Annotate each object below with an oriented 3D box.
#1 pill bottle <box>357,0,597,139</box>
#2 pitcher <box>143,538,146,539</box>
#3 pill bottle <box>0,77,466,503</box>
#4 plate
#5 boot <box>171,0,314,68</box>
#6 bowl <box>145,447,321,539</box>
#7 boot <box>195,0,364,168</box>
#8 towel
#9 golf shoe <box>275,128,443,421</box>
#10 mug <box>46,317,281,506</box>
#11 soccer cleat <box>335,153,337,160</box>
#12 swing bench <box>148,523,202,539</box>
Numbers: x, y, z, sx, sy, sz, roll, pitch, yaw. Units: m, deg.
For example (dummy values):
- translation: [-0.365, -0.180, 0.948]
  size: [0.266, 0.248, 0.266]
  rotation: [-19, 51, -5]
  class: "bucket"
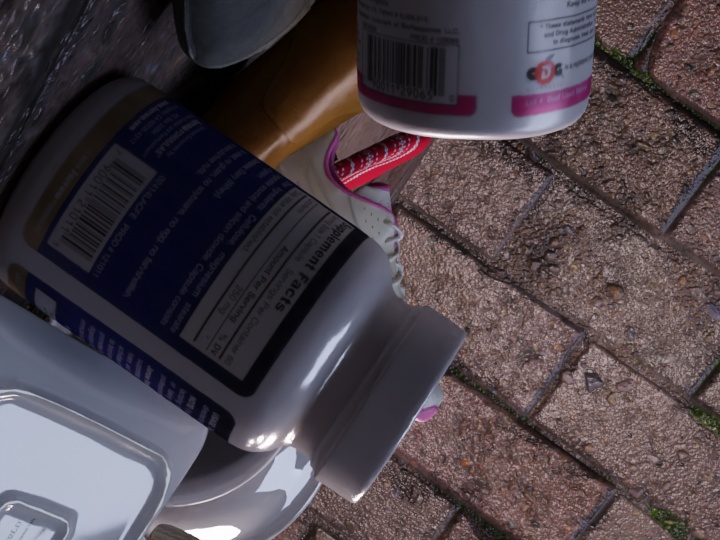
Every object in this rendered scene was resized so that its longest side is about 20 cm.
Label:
- translation: [0.055, -0.170, 0.614]
  size: [0.113, 0.113, 0.201]
  rotation: [-50, 144, -62]
  class: "pill bottle"
- translation: [-0.256, 0.241, 0.958]
  size: [0.200, 0.121, 0.171]
  rotation: [-43, -168, -23]
  class: "pitcher"
- translation: [-0.057, 0.011, 0.619]
  size: [0.116, 0.200, 0.116]
  rotation: [-54, 177, -4]
  class: "pill bottle"
- translation: [-0.172, 0.126, 0.634]
  size: [0.200, 0.032, 0.200]
  rotation: [-57, 143, -5]
  class: "plate"
- translation: [-0.019, -0.169, 0.531]
  size: [0.182, 0.073, 0.200]
  rotation: [-43, 170, -1]
  class: "boot"
- translation: [-0.122, 0.100, 0.960]
  size: [0.202, 0.201, 0.090]
  rotation: [-55, 152, -5]
  class: "bowl"
- translation: [-0.032, -0.088, 0.730]
  size: [0.201, 0.071, 0.144]
  rotation: [-21, -155, 49]
  class: "boot"
- translation: [-0.044, -0.051, 0.986]
  size: [0.144, 0.023, 0.200]
  rotation: [-29, -179, 40]
  class: "towel"
- translation: [0.000, 0.000, 0.827]
  size: [0.091, 0.200, 0.075]
  rotation: [-37, -174, -1]
  class: "golf shoe"
- translation: [-0.132, 0.065, 0.811]
  size: [0.199, 0.148, 0.175]
  rotation: [-25, -178, -4]
  class: "mug"
- translation: [-0.061, -0.090, 0.942]
  size: [0.076, 0.067, 0.200]
  rotation: [-20, -174, 1]
  class: "soccer cleat"
- translation: [-0.127, 0.276, 0.747]
  size: [0.200, 0.129, 0.199]
  rotation: [-58, -178, -33]
  class: "swing bench"
